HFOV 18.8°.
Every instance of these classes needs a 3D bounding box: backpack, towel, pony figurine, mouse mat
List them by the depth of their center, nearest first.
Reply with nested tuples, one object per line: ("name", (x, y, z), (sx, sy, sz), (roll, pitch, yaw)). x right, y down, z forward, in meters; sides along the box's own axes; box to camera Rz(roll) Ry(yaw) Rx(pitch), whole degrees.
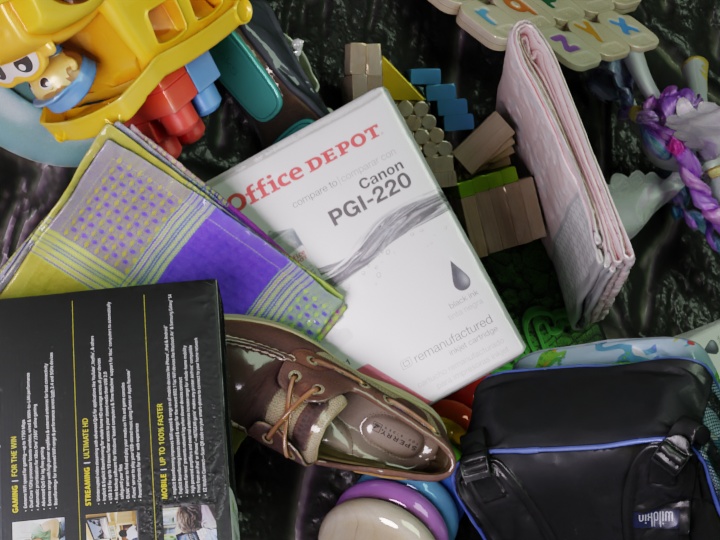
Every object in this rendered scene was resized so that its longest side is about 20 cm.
("towel", (-0.120, 0.018, 1.345), (0.200, 0.023, 0.144), (39, 89, -20))
("backpack", (0.177, 0.147, 1.433), (0.200, 0.183, 0.147), (64, 32, -31))
("towel", (0.143, -0.065, 1.586), (0.032, 0.200, 0.191), (-19, 76, -5))
("mouse mat", (0.115, 0.046, 1.619), (0.200, 0.008, 0.161), (-9, 75, -44))
("pony figurine", (0.253, -0.099, 1.739), (0.193, 0.166, 0.200), (16, 42, -45))

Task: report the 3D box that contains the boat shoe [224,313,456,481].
("boat shoe", (-0.031, 0.084, 1.334), (0.200, 0.072, 0.072), (25, 95, -16))

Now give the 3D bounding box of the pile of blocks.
("pile of blocks", (0.059, -0.096, 1.596), (0.082, 0.062, 0.200), (-40, 100, -7))

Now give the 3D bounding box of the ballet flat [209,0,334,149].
("ballet flat", (-0.042, -0.107, 1.515), (0.073, 0.073, 0.200), (-31, 88, -47))

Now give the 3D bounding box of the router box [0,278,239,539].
("router box", (-0.147, 0.109, 1.254), (0.149, 0.051, 0.201), (-5, 65, 0))

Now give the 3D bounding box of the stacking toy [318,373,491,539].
("stacking toy", (0.047, 0.131, 1.459), (0.085, 0.085, 0.200), (47, 42, -12))

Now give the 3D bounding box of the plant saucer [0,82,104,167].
("plant saucer", (-0.206, -0.164, 1.424), (0.200, 0.027, 0.201), (21, 56, -34))

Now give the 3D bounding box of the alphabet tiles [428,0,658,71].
("alphabet tiles", (0.134, -0.220, 1.714), (0.196, 0.015, 0.200), (41, 38, 24))

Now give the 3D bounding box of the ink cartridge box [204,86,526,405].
("ink cartridge box", (0.000, 0.000, 1.431), (0.200, 0.145, 0.085), (61, -1, 4))

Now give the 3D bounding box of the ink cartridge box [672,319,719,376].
("ink cartridge box", (0.235, 0.131, 1.621), (0.200, 0.084, 0.145), (-20, 87, -46))

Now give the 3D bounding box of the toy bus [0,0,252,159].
("toy bus", (-0.165, -0.147, 1.356), (0.200, 0.135, 0.192), (-41, 114, -44))
